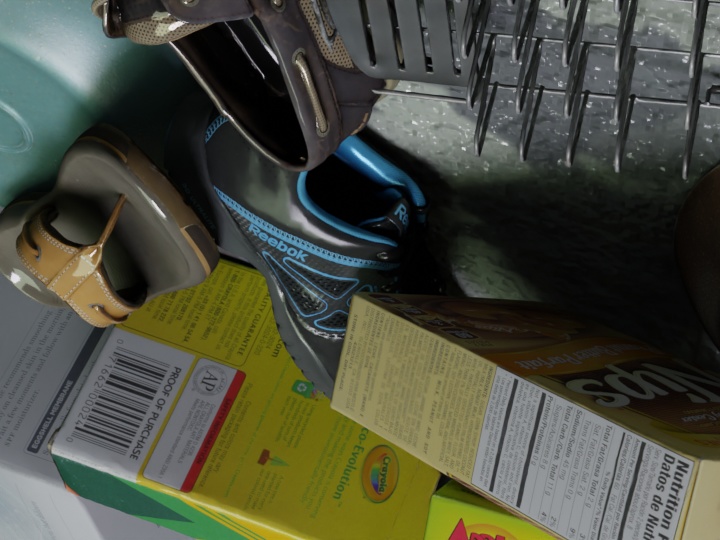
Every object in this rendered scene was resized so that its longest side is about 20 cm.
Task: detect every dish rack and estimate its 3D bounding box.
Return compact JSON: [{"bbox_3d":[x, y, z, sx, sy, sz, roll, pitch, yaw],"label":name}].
[{"bbox_3d":[0.074,-0.084,0.579,0.199,0.055,0.154,7,148,13],"label":"dish rack"}]

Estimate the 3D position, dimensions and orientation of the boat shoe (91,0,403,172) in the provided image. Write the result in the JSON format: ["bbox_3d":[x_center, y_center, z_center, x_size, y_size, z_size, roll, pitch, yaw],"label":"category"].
[{"bbox_3d":[-0.056,-0.111,0.633,0.074,0.074,0.200,-9,137,45],"label":"boat shoe"}]

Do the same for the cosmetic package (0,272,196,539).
[{"bbox_3d":[-0.200,0.095,1.039,0.199,0.123,0.200,16,150,18],"label":"cosmetic package"}]

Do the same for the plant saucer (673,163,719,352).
[{"bbox_3d":[0.211,0.024,0.690,0.199,0.037,0.201,19,150,12],"label":"plant saucer"}]

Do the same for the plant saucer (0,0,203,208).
[{"bbox_3d":[-0.158,-0.078,0.809,0.199,0.036,0.200,20,151,11],"label":"plant saucer"}]

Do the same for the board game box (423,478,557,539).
[{"bbox_3d":[0.105,0.104,0.765,0.101,0.048,0.200,15,-167,19],"label":"board game box"}]

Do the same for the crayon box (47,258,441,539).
[{"bbox_3d":[-0.031,0.075,0.868,0.199,0.127,0.051,19,151,13],"label":"crayon box"}]

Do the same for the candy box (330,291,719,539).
[{"bbox_3d":[0.093,0.062,0.698,0.115,0.056,0.200,3,-167,-38],"label":"candy box"}]

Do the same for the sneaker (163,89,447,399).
[{"bbox_3d":[0.000,0.000,0.774,0.082,0.073,0.200,-4,140,42],"label":"sneaker"}]

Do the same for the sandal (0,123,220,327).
[{"bbox_3d":[-0.124,-0.008,0.786,0.082,0.055,0.200,47,152,-17],"label":"sandal"}]
